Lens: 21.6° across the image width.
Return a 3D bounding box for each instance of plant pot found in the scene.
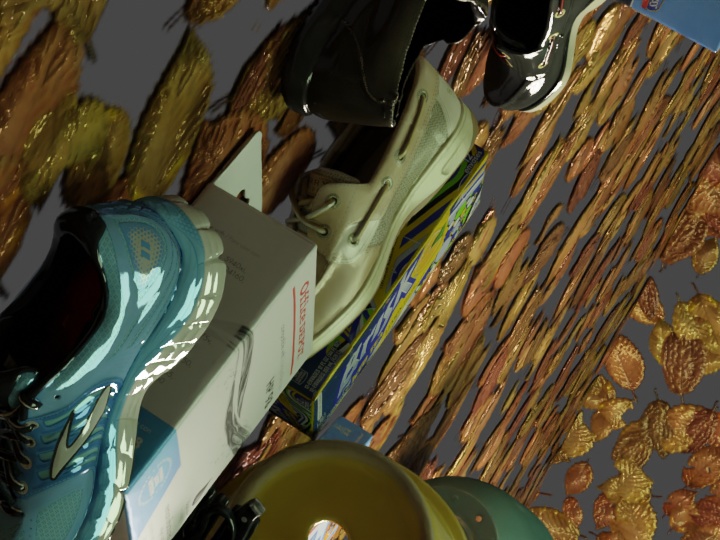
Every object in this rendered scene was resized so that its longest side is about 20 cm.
[{"bbox_3d":[0.094,0.298,1.908,0.201,0.200,0.161,-57,155,-11],"label":"plant pot"},{"bbox_3d":[-0.020,0.194,1.191,0.201,0.200,0.189,-55,168,-20],"label":"plant pot"}]

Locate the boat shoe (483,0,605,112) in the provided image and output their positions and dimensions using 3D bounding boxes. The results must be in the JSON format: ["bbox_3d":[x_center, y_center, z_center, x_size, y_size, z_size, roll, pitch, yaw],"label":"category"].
[{"bbox_3d":[0.112,-0.167,1.231,0.063,0.074,0.202,-14,158,-20],"label":"boat shoe"}]

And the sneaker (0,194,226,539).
[{"bbox_3d":[-0.138,0.054,0.793,0.090,0.078,0.201,11,106,-56],"label":"sneaker"}]

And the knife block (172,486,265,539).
[{"bbox_3d":[-0.131,0.200,1.029,0.200,0.064,0.176,-56,179,-14],"label":"knife block"}]

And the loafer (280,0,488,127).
[{"bbox_3d":[0.039,-0.149,0.961,0.200,0.071,0.073,-57,167,-12],"label":"loafer"}]

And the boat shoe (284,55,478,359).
[{"bbox_3d":[-0.013,-0.033,1.059,0.200,0.072,0.065,-52,130,-12],"label":"boat shoe"}]

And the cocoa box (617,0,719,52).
[{"bbox_3d":[0.256,-0.286,1.343,0.133,0.131,0.201,-47,162,-44],"label":"cocoa box"}]

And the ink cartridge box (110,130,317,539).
[{"bbox_3d":[-0.081,0.041,0.940,0.200,0.067,0.116,-53,165,-26],"label":"ink cartridge box"}]

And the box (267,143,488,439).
[{"bbox_3d":[0.000,0.000,1.160,0.200,0.064,0.070,-55,167,-22],"label":"box"}]

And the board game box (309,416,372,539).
[{"bbox_3d":[-0.064,0.229,1.482,0.151,0.036,0.201,-45,160,-47],"label":"board game box"}]
